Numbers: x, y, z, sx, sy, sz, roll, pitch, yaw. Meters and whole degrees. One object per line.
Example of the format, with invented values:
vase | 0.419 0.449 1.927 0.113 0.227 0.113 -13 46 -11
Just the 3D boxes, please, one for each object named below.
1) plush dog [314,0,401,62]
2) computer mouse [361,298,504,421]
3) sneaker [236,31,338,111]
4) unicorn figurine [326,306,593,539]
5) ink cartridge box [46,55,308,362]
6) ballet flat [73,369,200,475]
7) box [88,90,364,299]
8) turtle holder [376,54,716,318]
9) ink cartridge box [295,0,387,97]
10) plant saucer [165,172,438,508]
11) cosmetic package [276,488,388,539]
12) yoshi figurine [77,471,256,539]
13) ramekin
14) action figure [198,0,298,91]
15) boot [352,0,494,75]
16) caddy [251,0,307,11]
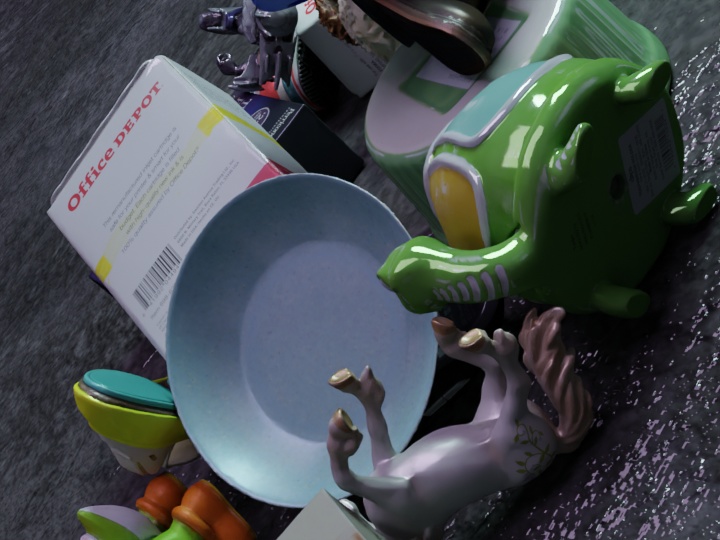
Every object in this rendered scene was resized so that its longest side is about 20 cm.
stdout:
plush dog | 0.038 -0.233 1.269 0.199 0.173 0.160 13 32 27
computer mouse | 0.019 0.050 1.085 0.200 0.046 0.141 -49 38 19
sneaker | -0.070 -0.195 1.509 0.093 0.070 0.200 -28 36 24
unicorn figurine | 0.036 0.104 0.932 0.199 0.138 0.074 -19 30 18
ink cartridge box | -0.109 -0.034 1.181 0.145 0.083 0.200 -52 50 10
ballet flat | -0.131 0.101 1.137 0.067 0.200 0.067 23 99 19
box | -0.109 -0.040 1.363 0.200 0.079 0.141 -53 30 -9
turtle holder | 0.101 -0.036 0.970 0.131 0.141 0.186 11 70 42
ink cartridge box | 0.041 -0.260 1.418 0.200 0.084 0.145 -38 29 20
plant saucer | -0.030 0.043 1.044 0.200 0.039 0.202 -3 84 33
cosmetic package | -0.039 0.228 0.883 0.200 0.103 0.087 -50 29 0
yoshi figurine | -0.151 0.228 1.074 0.112 0.113 0.200 35 64 23
ramekin | 0.096 -0.114 1.132 0.200 0.098 0.201 -36 30 24
action figure | -0.086 -0.213 1.401 0.200 0.069 0.131 -127 50 -73
boot | 0.058 -0.189 1.097 0.097 0.075 0.200 -51 25 2
caddy | -0.001 -0.248 1.103 0.200 0.105 0.141 -38 -8 13
